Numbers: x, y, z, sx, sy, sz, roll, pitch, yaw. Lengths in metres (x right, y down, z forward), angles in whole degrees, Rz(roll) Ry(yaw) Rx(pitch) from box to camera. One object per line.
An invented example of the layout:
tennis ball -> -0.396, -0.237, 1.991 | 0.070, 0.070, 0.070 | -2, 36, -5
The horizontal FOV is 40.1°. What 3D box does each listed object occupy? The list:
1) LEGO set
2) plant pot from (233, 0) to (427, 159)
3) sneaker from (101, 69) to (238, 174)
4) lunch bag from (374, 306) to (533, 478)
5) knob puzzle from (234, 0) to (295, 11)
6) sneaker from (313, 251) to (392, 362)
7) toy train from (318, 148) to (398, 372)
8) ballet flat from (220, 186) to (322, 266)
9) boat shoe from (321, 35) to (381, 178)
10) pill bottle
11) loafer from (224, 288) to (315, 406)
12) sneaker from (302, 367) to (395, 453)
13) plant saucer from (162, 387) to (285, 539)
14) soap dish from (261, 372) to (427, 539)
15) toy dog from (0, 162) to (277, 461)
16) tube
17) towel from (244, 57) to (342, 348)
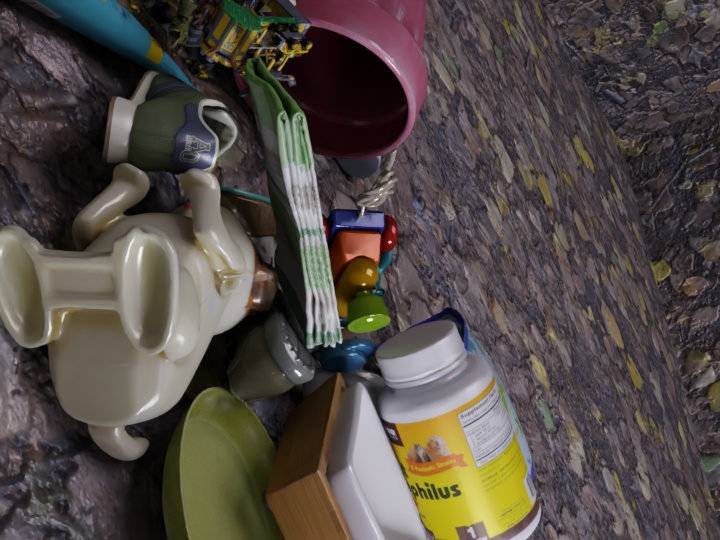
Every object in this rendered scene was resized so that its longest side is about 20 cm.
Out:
LEGO set -> -0.147, -0.220, 0.872 | 0.200, 0.116, 0.154 | 43, 29, 7
plant pot -> -0.013, -0.248, 1.051 | 0.200, 0.199, 0.180 | 49, 48, -36
sneaker -> -0.142, -0.114, 0.793 | 0.200, 0.089, 0.068 | -94, -165, -73
lunch bag -> 0.105, 0.151, 1.052 | 0.171, 0.127, 0.200 | 62, -6, -12
knob puzzle -> -0.137, -0.344, 0.939 | 0.220, 0.030, 0.220 | 48, -18, 21
sneaker -> -0.018, 0.019, 1.016 | 0.078, 0.079, 0.200 | 59, 26, -19
toy train -> 0.000, 0.000, 0.862 | 0.084, 0.200, 0.116 | 1, 60, -22
ballet flat -> -0.090, -0.032, 0.944 | 0.200, 0.067, 0.073 | 10, 81, -67
boat shoe -> -0.024, -0.218, 1.208 | 0.203, 0.074, 0.086 | 59, 26, -26
pill bottle -> 0.084, 0.152, 0.895 | 0.201, 0.109, 0.109 | 69, 23, -11
loafer -> -0.084, 0.061, 0.830 | 0.075, 0.069, 0.200 | 58, 0, -7
sneaker -> 0.011, 0.170, 0.954 | 0.200, 0.074, 0.100 | 52, 28, -33
plant saucer -> -0.096, 0.188, 0.736 | 0.200, 0.031, 0.201 | -18, 90, -76
soap dish -> -0.007, 0.210, 0.825 | 0.158, 0.081, 0.201 | -79, 150, -68
toy dog -> -0.134, 0.017, 0.708 | 0.200, 0.139, 0.195 | -45, 124, -64
tube -> -0.218, -0.212, 0.827 | 0.078, 0.050, 0.200 | 54, 13, 30
towel -> -0.060, -0.053, 0.787 | 0.149, 0.030, 0.201 | -127, -155, -58
